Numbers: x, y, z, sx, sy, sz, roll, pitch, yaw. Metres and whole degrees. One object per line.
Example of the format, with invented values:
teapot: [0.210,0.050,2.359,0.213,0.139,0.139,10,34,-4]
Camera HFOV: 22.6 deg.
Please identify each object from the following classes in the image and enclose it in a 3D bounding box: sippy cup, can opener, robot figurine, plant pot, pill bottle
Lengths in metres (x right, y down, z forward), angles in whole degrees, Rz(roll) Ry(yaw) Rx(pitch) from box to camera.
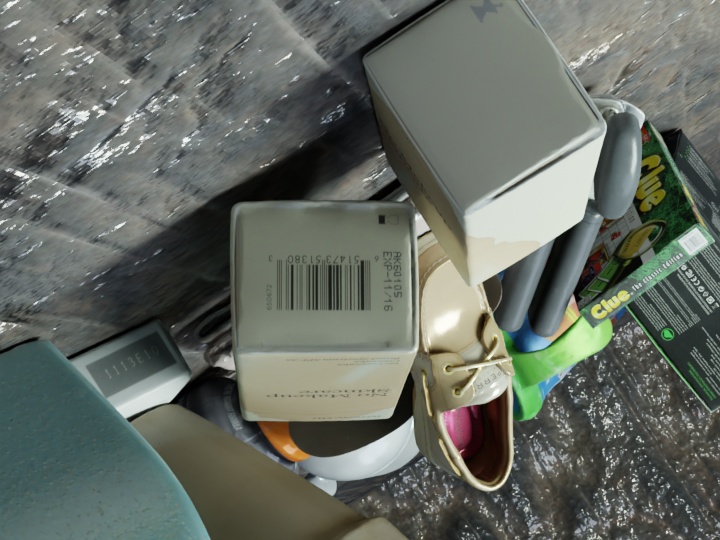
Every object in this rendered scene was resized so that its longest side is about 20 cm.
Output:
sippy cup: [0.140,0.030,1.462,0.130,0.178,0.140,-36,147,-11]
can opener: [0.138,-0.027,1.196,0.053,0.067,0.200,9,127,-11]
robot figurine: [-0.005,0.109,1.430,0.200,0.113,0.170,18,94,-77]
plant pot: [-0.166,0.187,0.859,0.196,0.200,0.197,-24,134,-42]
pill bottle: [-0.118,0.147,1.293,0.200,0.106,0.106,-36,169,17]
plant pot: [-0.090,0.179,1.041,0.200,0.174,0.200,-43,165,-14]

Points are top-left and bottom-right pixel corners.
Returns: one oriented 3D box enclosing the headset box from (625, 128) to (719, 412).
headset box: [0.270,-0.007,1.454,0.093,0.174,0.200,-37,-175,19]

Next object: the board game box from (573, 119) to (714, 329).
board game box: [0.191,-0.038,1.311,0.105,0.023,0.200,-36,-159,13]

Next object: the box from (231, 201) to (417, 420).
box: [-0.022,0.026,0.969,0.095,0.078,0.200,-1,166,-1]

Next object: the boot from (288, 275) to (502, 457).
boot: [0.026,0.053,1.303,0.186,0.064,0.200,-38,-174,2]

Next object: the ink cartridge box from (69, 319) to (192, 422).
ink cartridge box: [-0.211,0.116,1.041,0.200,0.044,0.174,-26,169,-35]

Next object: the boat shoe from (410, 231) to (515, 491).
boat shoe: [0.069,0.063,1.159,0.074,0.069,0.200,-31,135,-19]

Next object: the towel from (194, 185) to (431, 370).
towel: [0.000,0.000,1.172,0.200,0.032,0.191,-35,169,10]

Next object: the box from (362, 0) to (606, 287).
box: [0.061,-0.063,0.892,0.078,0.095,0.200,-32,168,-2]
